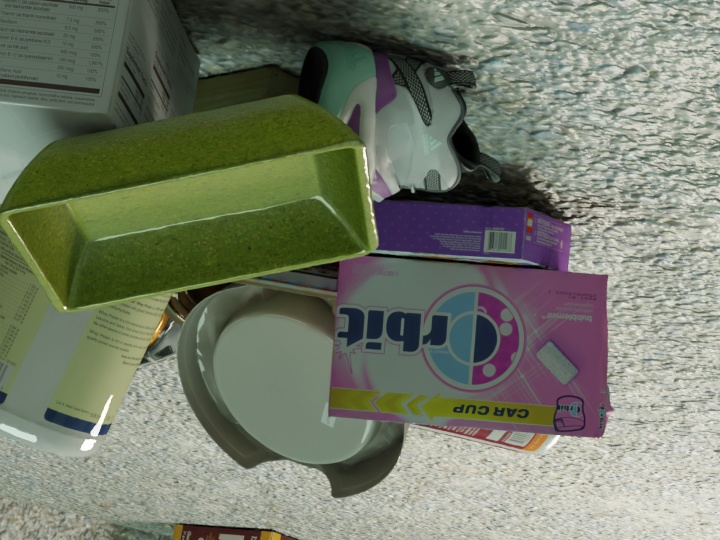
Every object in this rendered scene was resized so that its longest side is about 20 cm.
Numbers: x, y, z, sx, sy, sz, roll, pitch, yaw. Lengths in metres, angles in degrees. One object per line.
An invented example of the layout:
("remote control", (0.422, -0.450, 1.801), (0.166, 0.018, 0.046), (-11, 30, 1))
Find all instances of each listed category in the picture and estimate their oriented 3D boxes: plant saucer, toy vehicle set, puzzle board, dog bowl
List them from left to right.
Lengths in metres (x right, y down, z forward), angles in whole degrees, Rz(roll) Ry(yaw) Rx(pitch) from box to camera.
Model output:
("plant saucer", (-0.094, -0.042, 1.296), (0.199, 0.048, 0.200), (-11, 163, -1))
("toy vehicle set", (-0.085, -0.091, 1.535), (0.199, 0.027, 0.124), (-6, 159, 45))
("dog bowl", (-0.044, 0.082, 1.793), (0.199, 0.059, 0.201), (16, 129, 21))
("puzzle board", (0.000, 0.000, 1.727), (0.199, 0.017, 0.151), (9, -168, 9))

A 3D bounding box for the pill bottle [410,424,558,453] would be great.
("pill bottle", (0.071, 0.080, 1.893), (0.199, 0.110, 0.110), (14, 165, -18))

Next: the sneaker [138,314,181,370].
("sneaker", (-0.191, 0.057, 2.076), (0.077, 0.079, 0.200), (5, 169, -23))

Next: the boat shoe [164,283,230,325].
("boat shoe", (-0.100, 0.014, 1.881), (0.068, 0.072, 0.200), (-3, 171, 24))

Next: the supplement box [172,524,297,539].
("supplement box", (-0.168, 0.486, 3.574), (0.197, 0.133, 0.200), (0, 163, 35))

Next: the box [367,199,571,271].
("box", (0.038, -0.027, 1.625), (0.199, 0.039, 0.137), (4, 177, 18))

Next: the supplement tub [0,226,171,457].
("supplement tub", (-0.210, 0.015, 1.610), (0.145, 0.201, 0.145), (25, -178, -1))

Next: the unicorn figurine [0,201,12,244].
("unicorn figurine", (-0.152, -0.051, 1.473), (0.200, 0.138, 0.074), (41, 161, -22))

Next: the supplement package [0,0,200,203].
("supplement package", (-0.191, -0.116, 1.337), (0.155, 0.111, 0.200), (7, 164, 8))

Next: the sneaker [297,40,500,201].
("sneaker", (0.017, -0.063, 1.426), (0.139, 0.078, 0.200), (5, 151, -15))

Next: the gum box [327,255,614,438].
("gum box", (0.081, 0.054, 1.605), (0.199, 0.114, 0.066), (4, 178, 2))
